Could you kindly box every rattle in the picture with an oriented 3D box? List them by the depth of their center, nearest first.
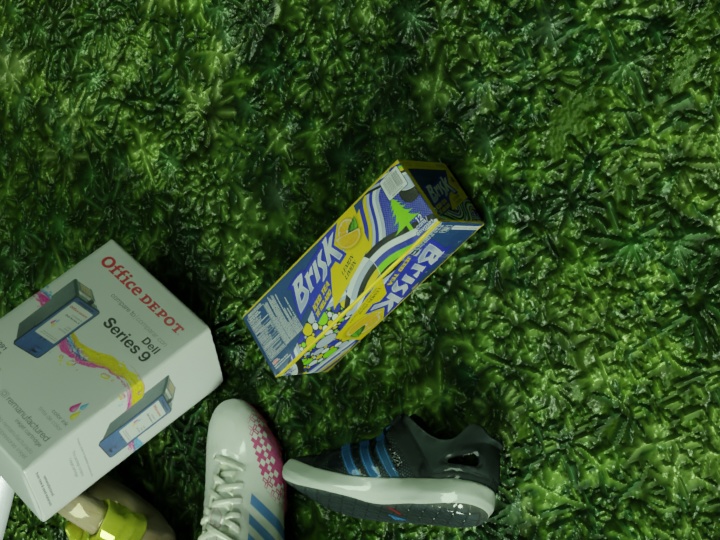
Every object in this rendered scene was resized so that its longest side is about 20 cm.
[{"bbox_3d":[-0.266,0.228,1.393,0.200,0.130,0.144,28,107,35],"label":"rattle"}]

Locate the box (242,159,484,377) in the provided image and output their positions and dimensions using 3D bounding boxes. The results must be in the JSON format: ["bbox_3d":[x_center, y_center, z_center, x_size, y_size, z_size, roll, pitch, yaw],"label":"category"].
[{"bbox_3d":[0.000,0.000,1.233,0.200,0.070,0.064,-44,67,28],"label":"box"}]

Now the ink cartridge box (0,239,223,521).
[{"bbox_3d":[-0.239,0.089,1.330,0.145,0.200,0.088,40,154,29],"label":"ink cartridge box"}]

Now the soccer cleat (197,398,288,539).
[{"bbox_3d":[-0.102,0.206,1.297,0.070,0.086,0.201,-18,79,35],"label":"soccer cleat"}]

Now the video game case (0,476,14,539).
[{"bbox_3d":[-0.368,0.223,1.486,0.182,0.022,0.201,39,115,61],"label":"video game case"}]

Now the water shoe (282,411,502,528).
[{"bbox_3d":[0.029,0.153,1.226,0.199,0.071,0.079,2,63,38],"label":"water shoe"}]
